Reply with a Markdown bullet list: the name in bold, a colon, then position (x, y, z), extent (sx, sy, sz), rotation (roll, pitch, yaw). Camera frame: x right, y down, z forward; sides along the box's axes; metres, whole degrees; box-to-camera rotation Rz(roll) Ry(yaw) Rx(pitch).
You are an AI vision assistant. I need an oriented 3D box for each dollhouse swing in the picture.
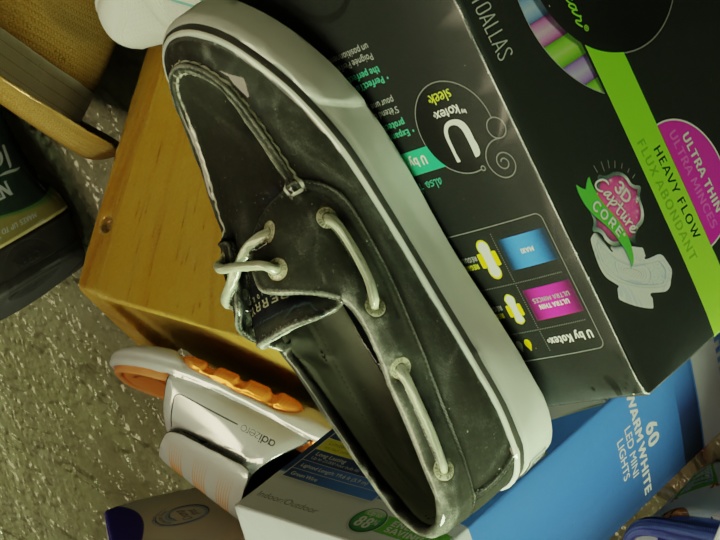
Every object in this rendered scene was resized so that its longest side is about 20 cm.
- **dollhouse swing**: position (0.000, 0.000, 0.877), extent (0.200, 0.176, 0.182), rotation (12, 85, 43)

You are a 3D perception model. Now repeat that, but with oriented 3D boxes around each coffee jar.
- **coffee jar**: position (-0.246, -0.065, 1.044), extent (0.085, 0.104, 0.200), rotation (-15, 106, 55)

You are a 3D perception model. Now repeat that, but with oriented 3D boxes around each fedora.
- **fedora**: position (-0.186, -0.137, 0.911), extent (0.200, 0.082, 0.201), rotation (35, 180, 0)

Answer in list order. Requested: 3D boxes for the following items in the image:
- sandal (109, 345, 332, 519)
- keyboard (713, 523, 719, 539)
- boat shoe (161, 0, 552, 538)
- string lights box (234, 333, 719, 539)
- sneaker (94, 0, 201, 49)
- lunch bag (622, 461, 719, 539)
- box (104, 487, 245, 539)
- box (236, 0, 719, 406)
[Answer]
- **sandal**: position (-0.037, 0.092, 0.842), extent (0.206, 0.059, 0.079), rotation (20, 168, 19)
- **keyboard**: position (0.156, 0.140, 0.716), extent (0.056, 0.011, 0.200), rotation (35, 140, 24)
- **boat shoe**: position (-0.013, -0.002, 0.614), extent (0.200, 0.064, 0.071), rotation (54, 146, 3)
- **string lights box**: position (0.058, 0.075, 0.730), extent (0.103, 0.200, 0.059), rotation (10, 125, 43)
- **sneaker**: position (-0.049, -0.117, 0.793), extent (0.200, 0.070, 0.081), rotation (-11, 96, 48)
- **lunch bag**: position (0.196, 0.183, 0.766), extent (0.160, 0.075, 0.201), rotation (2, 118, 50)
- **box**: position (-0.052, 0.223, 0.873), extent (0.184, 0.104, 0.201), rotation (-139, 38, -74)
- **box**: position (0.062, -0.068, 0.660), extent (0.124, 0.148, 0.201), rotation (-14, 107, 52)
